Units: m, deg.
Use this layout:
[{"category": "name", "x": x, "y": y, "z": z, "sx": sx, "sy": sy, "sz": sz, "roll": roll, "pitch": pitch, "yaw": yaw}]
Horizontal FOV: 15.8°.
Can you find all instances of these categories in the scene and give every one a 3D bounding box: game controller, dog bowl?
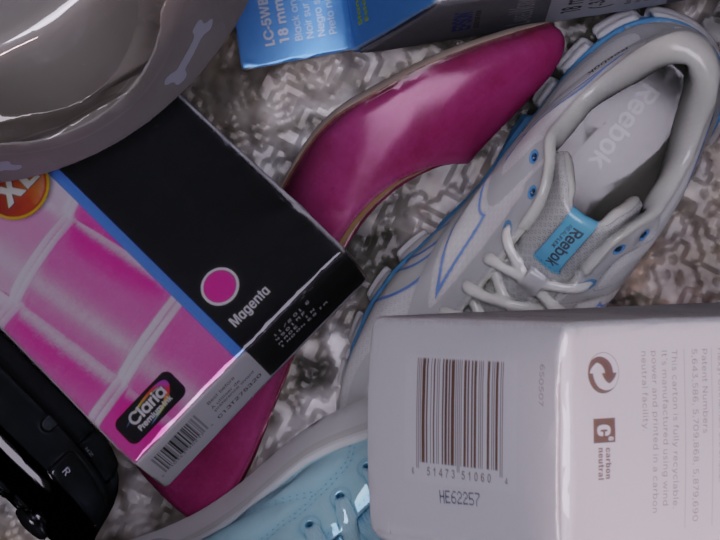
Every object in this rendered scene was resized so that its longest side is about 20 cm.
[{"category": "game controller", "x": -0.158, "y": 0.018, "z": 0.857, "sx": 0.200, "sy": 0.104, "sz": 0.042, "roll": 45, "pitch": 68, "yaw": 0}, {"category": "dog bowl", "x": -0.118, "y": -0.118, "z": 0.838, "sx": 0.199, "sy": 0.059, "sz": 0.201, "roll": -8, "pitch": 64, "yaw": 16}]

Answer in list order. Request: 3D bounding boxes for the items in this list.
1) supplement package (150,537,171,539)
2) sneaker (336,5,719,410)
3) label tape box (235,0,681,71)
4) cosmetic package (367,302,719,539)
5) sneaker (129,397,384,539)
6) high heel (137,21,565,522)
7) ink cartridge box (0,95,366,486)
[{"category": "supplement package", "x": -0.036, "y": 0.196, "z": 0.738, "sx": 0.155, "sy": 0.111, "sz": 0.201, "roll": 14, "pitch": 95, "yaw": 20}, {"category": "sneaker", "x": 0.055, "y": -0.004, "z": 0.864, "sx": 0.075, "sy": 0.087, "sz": 0.200, "roll": 32, "pitch": 92, "yaw": -2}, {"category": "label tape box", "x": 0.045, "y": -0.156, "z": 0.868, "sx": 0.199, "sy": 0.063, "sz": 0.145, "roll": -10, "pitch": 85, "yaw": 0}, {"category": "cosmetic package", "x": 0.109, "y": 0.046, "z": 0.811, "sx": 0.199, "sy": 0.102, "sz": 0.074, "roll": 0, "pitch": 91, "yaw": -33}, {"category": "sneaker", "x": -0.026, "y": 0.111, "z": 0.842, "sx": 0.200, "sy": 0.082, "sz": 0.074, "roll": -30, "pitch": 117, "yaw": 11}, {"category": "high heel", "x": 0.000, "y": 0.000, "z": 0.875, "sx": 0.200, "sy": 0.067, "sz": 0.096, "roll": -33, "pitch": 86, "yaw": 13}, {"category": "ink cartridge box", "x": -0.099, "y": -0.030, "z": 0.852, "sx": 0.095, "sy": 0.037, "sz": 0.200, "roll": -46, "pitch": 65, "yaw": -3}]
